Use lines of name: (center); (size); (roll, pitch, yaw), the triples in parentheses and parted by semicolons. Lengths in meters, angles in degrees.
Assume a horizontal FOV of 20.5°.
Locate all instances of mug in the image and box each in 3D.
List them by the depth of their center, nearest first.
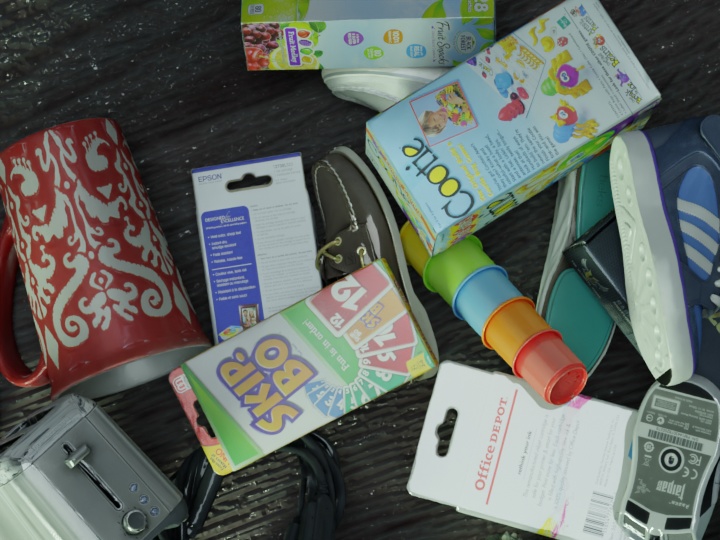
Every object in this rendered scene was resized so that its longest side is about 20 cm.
mug: (-0.233, -0.003, 1.590); (0.177, 0.133, 0.201); (-19, 82, 1)

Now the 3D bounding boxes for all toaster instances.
toaster: (-0.229, 0.177, 1.544); (0.114, 0.200, 0.129); (-41, 97, -27)

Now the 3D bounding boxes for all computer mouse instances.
computer mouse: (0.237, 0.177, 1.511); (0.109, 0.044, 0.201); (16, 93, 26)

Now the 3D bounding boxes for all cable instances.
cable: (-0.093, 0.200, 1.576); (0.162, 0.051, 0.201); (-12, 50, 21)

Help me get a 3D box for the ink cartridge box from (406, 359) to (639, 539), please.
ink cartridge box: (0.146, 0.150, 1.581); (0.199, 0.068, 0.116); (16, 87, 4)

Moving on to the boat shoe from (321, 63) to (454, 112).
boat shoe: (0.063, -0.125, 1.611); (0.199, 0.072, 0.069); (14, 82, -5)

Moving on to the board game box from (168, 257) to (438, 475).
board game box: (-0.048, 0.078, 1.559); (0.199, 0.030, 0.096); (-28, 87, 10)

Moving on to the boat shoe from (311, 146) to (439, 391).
boat shoe: (0.000, 0.000, 1.596); (0.059, 0.072, 0.201); (-19, 89, -25)

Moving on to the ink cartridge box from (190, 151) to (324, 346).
ink cartridge box: (-0.078, 0.010, 1.623); (0.094, 0.037, 0.201); (-9, 88, 4)

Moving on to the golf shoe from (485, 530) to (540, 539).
golf shoe: (0.175, 0.281, 1.579); (0.199, 0.077, 0.088); (24, 115, 1)

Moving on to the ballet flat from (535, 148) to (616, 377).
ballet flat: (0.173, -0.001, 1.591); (0.069, 0.069, 0.201); (10, 79, 5)

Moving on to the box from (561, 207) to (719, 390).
box: (0.279, 0.014, 1.557); (0.158, 0.051, 0.200); (-38, 91, -18)

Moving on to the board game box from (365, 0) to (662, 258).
board game box: (0.114, -0.111, 1.523); (0.199, 0.103, 0.105); (-31, 82, -5)

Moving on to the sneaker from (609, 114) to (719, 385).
sneaker: (0.274, -0.020, 1.493); (0.146, 0.081, 0.201); (-6, 76, -12)

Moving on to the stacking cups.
stacking cups: (0.101, 0.032, 1.550); (0.060, 0.061, 0.200); (-39, 53, 1)

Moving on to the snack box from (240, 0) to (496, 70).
snack box: (0.008, -0.245, 1.588); (0.199, 0.068, 0.169); (-1, 58, 2)
